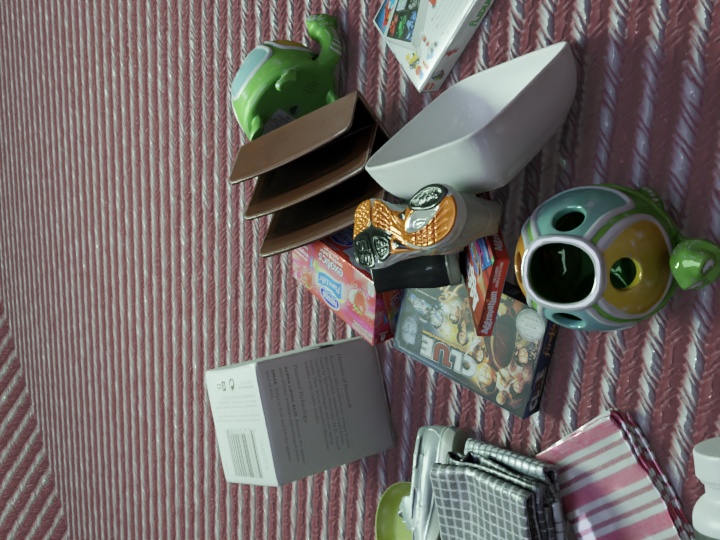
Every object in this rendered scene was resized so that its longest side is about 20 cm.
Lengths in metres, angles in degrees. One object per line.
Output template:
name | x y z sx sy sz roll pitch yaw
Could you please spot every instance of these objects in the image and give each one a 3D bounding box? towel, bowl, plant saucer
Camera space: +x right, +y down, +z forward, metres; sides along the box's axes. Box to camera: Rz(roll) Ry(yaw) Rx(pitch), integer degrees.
towel | 0.164 0.310 1.049 0.165 0.085 0.202 8 110 58
bowl | 0.124 -0.144 0.950 0.199 0.200 0.075 -8 122 54
plant saucer | 0.092 0.382 1.232 0.199 0.031 0.202 16 111 50
towel | 0.272 0.260 0.956 0.146 0.030 0.201 -49 59 48

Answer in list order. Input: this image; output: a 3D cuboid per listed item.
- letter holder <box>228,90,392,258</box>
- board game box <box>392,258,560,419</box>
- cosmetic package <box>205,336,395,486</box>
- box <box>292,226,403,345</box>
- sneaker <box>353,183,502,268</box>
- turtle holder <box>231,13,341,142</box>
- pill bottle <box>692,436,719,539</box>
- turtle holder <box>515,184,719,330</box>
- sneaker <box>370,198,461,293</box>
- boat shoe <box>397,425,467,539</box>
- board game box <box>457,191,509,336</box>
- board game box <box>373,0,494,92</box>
letter holder | -0.067 -0.116 1.162 0.198 0.101 0.143 -20 38 29
board game box | 0.131 0.068 1.066 0.199 0.034 0.137 26 120 35
cosmetic package | -0.086 0.197 1.291 0.164 0.198 0.167 -15 86 54
box | 0.000 0.000 1.203 0.200 0.099 0.096 37 135 43
sneaker | 0.066 -0.039 0.944 0.199 0.091 0.077 -6 81 58
turtle holder | -0.106 -0.265 1.263 0.132 0.140 0.187 56 140 36
pill bottle | 0.348 0.247 0.774 0.115 0.115 0.202 -10 89 54
turtle holder | 0.230 0.000 0.844 0.185 0.131 0.142 33 117 28
sneaker | 0.054 -0.063 1.063 0.075 0.105 0.201 75 -172 -47
boat shoe | 0.087 0.295 1.144 0.071 0.070 0.203 3 78 33
board game box | 0.128 -0.034 0.998 0.201 0.019 0.104 -96 8 -51
board game box | 0.094 -0.325 1.059 0.127 0.034 0.200 61 140 24
